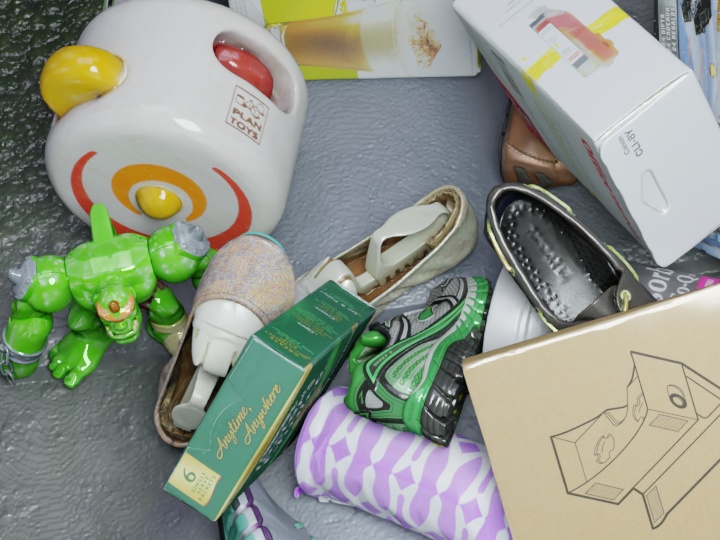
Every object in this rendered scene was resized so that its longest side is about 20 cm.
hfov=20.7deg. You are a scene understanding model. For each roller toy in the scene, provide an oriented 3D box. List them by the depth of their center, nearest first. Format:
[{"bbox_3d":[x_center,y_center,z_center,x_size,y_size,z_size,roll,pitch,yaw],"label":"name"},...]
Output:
[{"bbox_3d":[-0.137,-0.100,1.459,0.181,0.201,0.141,8,57,6],"label":"roller toy"}]

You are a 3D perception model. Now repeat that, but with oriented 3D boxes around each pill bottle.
[{"bbox_3d":[0.191,0.054,1.350,0.199,0.117,0.117,11,57,15],"label":"pill bottle"}]

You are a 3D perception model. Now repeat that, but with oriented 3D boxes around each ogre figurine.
[{"bbox_3d":[-0.175,0.020,1.423,0.198,0.120,0.099,2,55,10],"label":"ogre figurine"}]

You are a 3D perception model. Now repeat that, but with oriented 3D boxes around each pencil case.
[{"bbox_3d":[0.046,0.148,1.328,0.199,0.084,0.086,21,98,24],"label":"pencil case"}]

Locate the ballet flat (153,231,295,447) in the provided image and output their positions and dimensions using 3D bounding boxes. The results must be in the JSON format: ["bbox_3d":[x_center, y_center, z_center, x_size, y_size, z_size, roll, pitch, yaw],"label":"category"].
[{"bbox_3d":[-0.095,0.057,1.344,0.068,0.200,0.067,23,47,-3],"label":"ballet flat"}]

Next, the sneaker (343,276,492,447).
[{"bbox_3d":[0.041,0.049,1.352,0.085,0.079,0.200,15,20,7],"label":"sneaker"}]

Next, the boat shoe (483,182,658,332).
[{"bbox_3d":[0.151,0.024,1.273,0.072,0.061,0.201,-43,74,6],"label":"boat shoe"}]

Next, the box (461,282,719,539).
[{"bbox_3d":[0.179,0.105,1.236,0.199,0.021,0.165,-17,96,6],"label":"box"}]

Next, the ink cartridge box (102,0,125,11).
[{"bbox_3d":[-0.161,-0.268,1.601,0.048,0.200,0.146,15,54,-15],"label":"ink cartridge box"}]

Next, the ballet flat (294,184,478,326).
[{"bbox_3d":[0.000,0.000,1.448,0.200,0.063,0.067,-36,57,-16],"label":"ballet flat"}]

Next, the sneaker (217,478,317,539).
[{"bbox_3d":[-0.030,0.214,1.308,0.087,0.075,0.201,-14,61,-21],"label":"sneaker"}]

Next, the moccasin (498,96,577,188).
[{"bbox_3d":[0.156,-0.156,1.527,0.077,0.074,0.202,4,57,11],"label":"moccasin"}]

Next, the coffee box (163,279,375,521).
[{"bbox_3d":[-0.056,0.082,1.300,0.044,0.200,0.123,33,104,6],"label":"coffee box"}]

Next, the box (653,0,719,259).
[{"bbox_3d":[0.257,-0.111,1.383,0.040,0.201,0.137,-11,22,-25],"label":"box"}]

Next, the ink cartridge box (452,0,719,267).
[{"bbox_3d":[0.167,-0.117,1.357,0.083,0.145,0.200,-37,44,0],"label":"ink cartridge box"}]

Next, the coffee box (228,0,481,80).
[{"bbox_3d":[-0.001,-0.292,1.569,0.196,0.200,0.201,0,54,7],"label":"coffee box"}]
